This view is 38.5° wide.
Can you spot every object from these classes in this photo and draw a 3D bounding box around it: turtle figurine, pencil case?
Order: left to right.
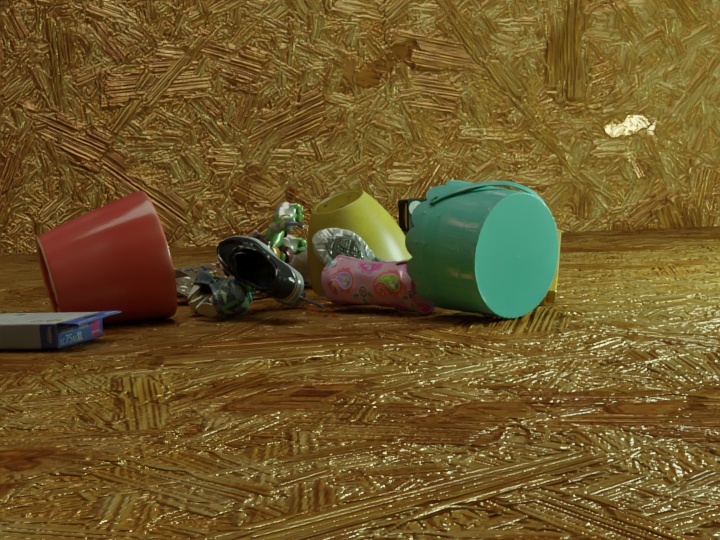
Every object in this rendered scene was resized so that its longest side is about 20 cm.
[{"bbox_3d":[-0.112,-0.023,1.693,0.199,0.144,0.195,-27,23,26],"label":"turtle figurine"},{"bbox_3d":[0.034,0.019,1.596,0.198,0.089,0.087,3,7,41],"label":"pencil case"}]

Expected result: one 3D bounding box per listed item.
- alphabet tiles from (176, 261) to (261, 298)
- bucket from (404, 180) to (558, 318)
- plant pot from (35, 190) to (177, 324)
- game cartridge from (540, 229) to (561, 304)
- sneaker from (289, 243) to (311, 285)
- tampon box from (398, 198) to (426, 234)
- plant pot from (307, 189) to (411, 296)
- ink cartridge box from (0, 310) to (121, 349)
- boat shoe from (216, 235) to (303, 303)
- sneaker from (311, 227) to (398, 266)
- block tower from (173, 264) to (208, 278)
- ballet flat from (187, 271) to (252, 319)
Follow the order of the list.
[{"bbox_3d":[-0.259,0.020,1.891,0.166,0.008,0.199,23,25,39],"label":"alphabet tiles"},{"bbox_3d":[0.180,-0.030,1.483,0.205,0.210,0.134,-6,11,-39],"label":"bucket"},{"bbox_3d":[-0.395,-0.004,1.586,0.175,0.203,0.200,-16,10,-22],"label":"plant pot"},{"bbox_3d":[0.236,-0.019,1.678,0.174,0.033,0.201,10,36,8],"label":"game cartridge"},{"bbox_3d":[-0.116,-0.011,2.060,0.198,0.088,0.074,-1,6,30],"label":"sneaker"},{"bbox_3d":[0.221,-0.138,3.031,0.197,0.152,0.126,-4,4,-12],"label":"tampon box"},{"bbox_3d":[-0.018,-0.063,1.871,0.198,0.143,0.200,-18,20,7],"label":"plant pot"},{"bbox_3d":[-0.437,0.081,1.393,0.197,0.043,0.119,-4,4,15],"label":"ink cartridge box"},{"bbox_3d":[-0.168,-0.008,1.560,0.066,0.070,0.199,25,6,-47],"label":"boat shoe"},{"bbox_3d":[0.000,0.000,1.741,0.199,0.079,0.099,31,-17,-8],"label":"sneaker"},{"bbox_3d":[-0.273,0.016,2.011,0.198,0.059,0.054,-3,4,-27],"label":"block tower"},{"bbox_3d":[-0.239,0.043,1.633,0.073,0.075,0.199,-5,1,-26],"label":"ballet flat"}]
